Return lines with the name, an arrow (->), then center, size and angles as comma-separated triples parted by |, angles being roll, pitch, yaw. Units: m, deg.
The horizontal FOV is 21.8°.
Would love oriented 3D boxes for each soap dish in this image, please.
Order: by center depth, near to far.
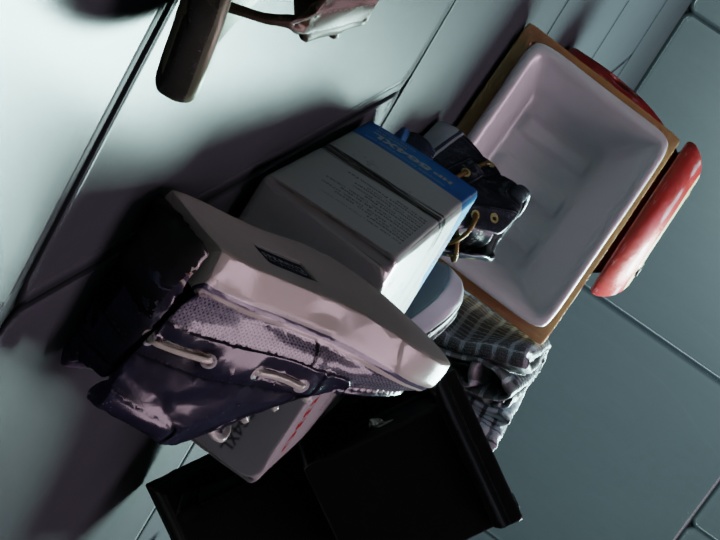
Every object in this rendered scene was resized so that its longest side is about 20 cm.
soap dish -> 0.135, -0.068, 1.486 | 0.201, 0.157, 0.081 | -55, -171, -3

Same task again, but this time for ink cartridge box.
ink cartridge box -> -0.024, 0.010, 1.019 | 0.147, 0.084, 0.200 | -57, 173, 18

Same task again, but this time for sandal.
sandal -> -0.007, -0.120, 0.657 | 0.201, 0.057, 0.080 | -48, 170, -46

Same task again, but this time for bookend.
bookend -> -0.024, 0.134, 1.093 | 0.199, 0.093, 0.199 | -26, -178, -2

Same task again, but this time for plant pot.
plant pot -> 0.227, -0.091, 1.845 | 0.201, 0.182, 0.200 | -56, 174, -10

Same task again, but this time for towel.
towel -> 0.066, 0.057, 1.514 | 0.086, 0.165, 0.200 | -60, 173, 9

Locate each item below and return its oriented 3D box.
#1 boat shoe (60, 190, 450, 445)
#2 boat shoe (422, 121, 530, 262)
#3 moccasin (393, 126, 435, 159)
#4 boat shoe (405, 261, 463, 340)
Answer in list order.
boat shoe -> -0.047, 0.037, 0.838 | 0.093, 0.075, 0.199 | -51, 138, 11
boat shoe -> 0.052, -0.035, 1.290 | 0.200, 0.091, 0.071 | -46, 168, -52
moccasin -> 0.000, 0.000, 1.174 | 0.201, 0.068, 0.081 | -57, 180, 31
boat shoe -> 0.005, 0.066, 1.255 | 0.199, 0.068, 0.074 | -37, -157, 29
